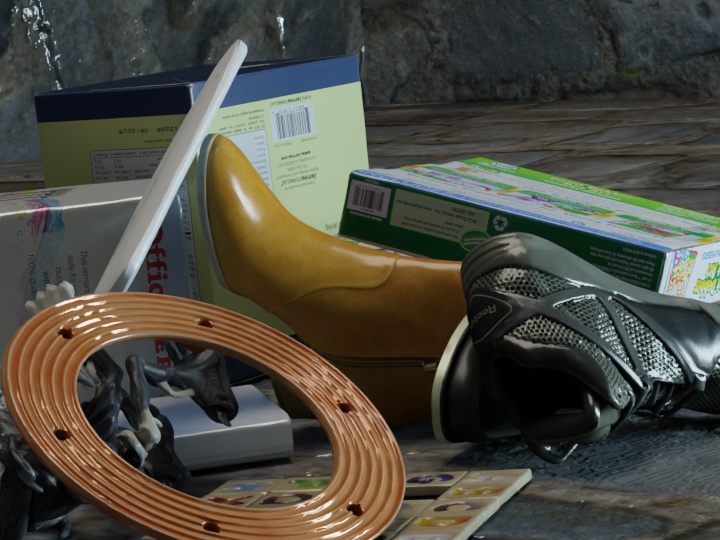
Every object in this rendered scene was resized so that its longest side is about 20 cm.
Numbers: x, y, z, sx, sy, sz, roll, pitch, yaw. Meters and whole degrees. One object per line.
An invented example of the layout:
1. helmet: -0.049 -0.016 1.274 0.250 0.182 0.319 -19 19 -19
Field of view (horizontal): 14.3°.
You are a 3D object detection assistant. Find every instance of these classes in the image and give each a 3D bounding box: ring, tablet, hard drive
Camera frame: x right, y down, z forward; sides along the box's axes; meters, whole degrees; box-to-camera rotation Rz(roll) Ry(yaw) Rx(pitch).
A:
1. ring: -0.075 0.076 1.359 0.200 0.019 0.200 18 30 -11
2. tablet: -0.119 -0.029 1.597 0.014 0.130 0.200 29 46 -6
3. hard drive: -0.148 0.098 1.630 0.200 0.026 0.132 -7 7 -11

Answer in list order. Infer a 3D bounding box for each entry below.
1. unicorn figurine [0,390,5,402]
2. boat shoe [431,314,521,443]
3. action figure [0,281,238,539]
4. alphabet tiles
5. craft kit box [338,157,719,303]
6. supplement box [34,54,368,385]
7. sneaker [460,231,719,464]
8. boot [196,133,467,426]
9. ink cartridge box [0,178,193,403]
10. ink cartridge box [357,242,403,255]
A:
1. unicorn figurine: -0.287 0.048 1.632 0.200 0.137 0.074 -20 13 20
2. boat shoe: 0.102 0.052 1.603 0.063 0.074 0.201 11 16 28
3. action figure: -0.148 0.077 1.459 0.102 0.119 0.200 41 20 17
4. alphabet tiles: -0.019 0.123 1.406 0.167 0.008 0.200 -3 7 17
5. craft kit box: 0.118 -0.023 1.698 0.200 0.049 0.198 16 13 24
6. supplement box: -0.099 -0.035 1.950 0.134 0.200 0.200 -1 9 35
7. sneaker: 0.143 0.062 1.534 0.199 0.114 0.076 22 -42 -27
8. boot: 0.000 0.001 1.624 0.144 0.201 0.071 -8 31 24
9. ink cartridge box: -0.203 0.026 1.764 0.200 0.145 0.145 -6 7 -6
10. ink cartridge box: 0.062 0.021 1.847 0.147 0.083 0.200 -5 8 10
